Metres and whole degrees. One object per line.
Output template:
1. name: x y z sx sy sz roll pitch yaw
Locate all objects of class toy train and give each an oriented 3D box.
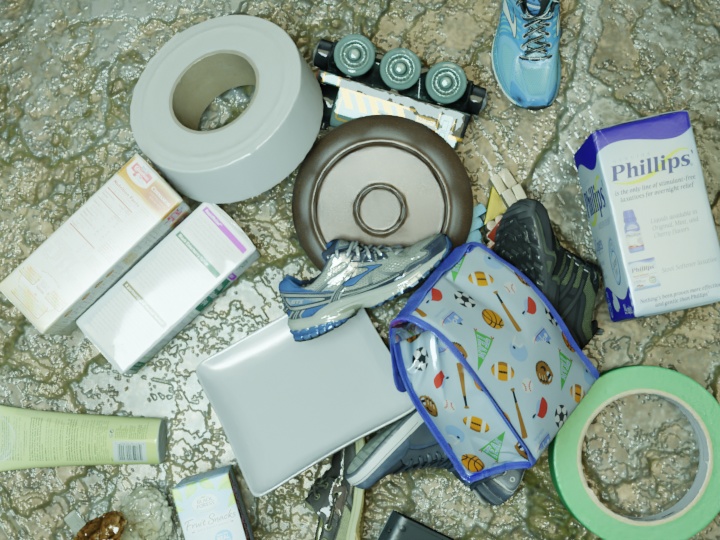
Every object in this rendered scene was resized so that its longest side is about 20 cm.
1. toy train: 0.036 -0.189 1.682 0.200 0.085 0.114 17 96 1

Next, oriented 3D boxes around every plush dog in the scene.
1. plush dog: -0.280 0.332 1.600 0.160 0.172 0.200 0 87 0

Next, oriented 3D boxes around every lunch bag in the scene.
1. lunch bag: 0.125 0.088 1.575 0.200 0.124 0.170 56 43 -12

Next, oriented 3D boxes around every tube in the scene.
1. tube: -0.315 0.185 1.675 0.200 0.052 0.058 0 45 3

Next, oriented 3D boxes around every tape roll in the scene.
1. tape roll: -0.145 -0.175 1.637 0.202 0.071 0.203 -10 61 18
2. tape roll: 0.309 0.204 1.672 0.200 0.048 0.201 0 86 -1

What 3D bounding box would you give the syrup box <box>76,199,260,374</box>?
1. syrup box: -0.208 0.019 1.666 0.200 0.079 0.081 -42 87 -3

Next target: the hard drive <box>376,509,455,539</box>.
1. hard drive: 0.049 0.377 1.645 0.139 0.033 0.200 29 86 -22

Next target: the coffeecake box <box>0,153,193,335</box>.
1. coffeecake box: -0.278 -0.024 1.631 0.200 0.154 0.073 -44 88 -3

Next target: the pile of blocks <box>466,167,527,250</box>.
1. pile of blocks: 0.137 -0.018 1.678 0.082 0.062 0.200 7 86 0

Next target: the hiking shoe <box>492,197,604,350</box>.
1. hiking shoe: 0.209 0.002 1.649 0.101 0.076 0.200 -34 121 -34

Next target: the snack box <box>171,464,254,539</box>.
1. snack box: -0.139 0.311 1.604 0.068 0.169 0.200 -15 86 -4

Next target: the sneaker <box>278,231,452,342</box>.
1. sneaker: 0.000 0.000 1.613 0.200 0.077 0.085 -27 92 9

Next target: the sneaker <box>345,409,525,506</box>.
1. sneaker: 0.090 0.209 1.626 0.202 0.077 0.146 -36 90 -34

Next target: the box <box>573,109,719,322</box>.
1. box: 0.306 -0.053 1.620 0.105 0.184 0.200 -12 86 1

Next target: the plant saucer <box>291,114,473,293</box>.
1. plant saucer: 0.023 -0.068 1.652 0.200 0.032 0.200 1 100 5

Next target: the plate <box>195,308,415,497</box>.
1. plate: -0.058 0.130 1.643 0.199 0.032 0.200 -30 50 -2

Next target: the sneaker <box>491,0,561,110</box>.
1. sneaker: 0.184 -0.277 1.679 0.078 0.090 0.200 -4 87 0

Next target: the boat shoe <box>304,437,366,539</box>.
1. boat shoe: -0.029 0.255 1.655 0.065 0.073 0.200 4 87 -5
